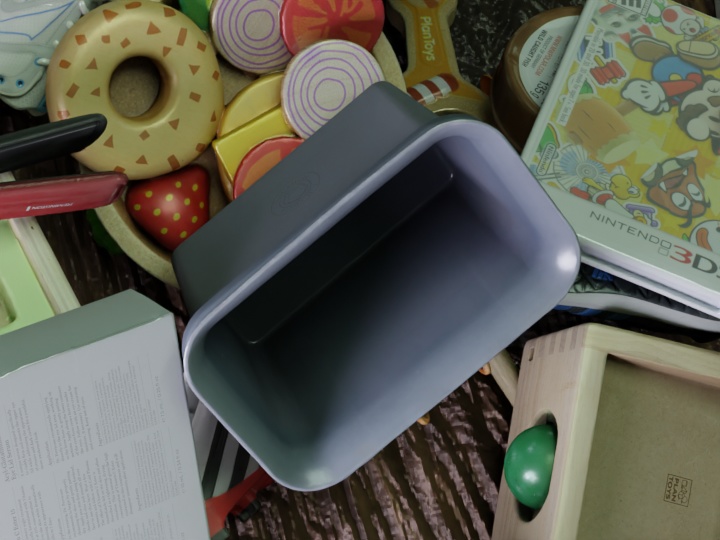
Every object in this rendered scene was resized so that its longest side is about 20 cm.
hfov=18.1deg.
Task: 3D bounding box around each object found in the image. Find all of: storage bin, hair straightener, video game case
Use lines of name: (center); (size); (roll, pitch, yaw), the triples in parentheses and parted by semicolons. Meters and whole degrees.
storage bin: (0.000, 0.000, 1.196); (0.200, 0.134, 0.146); (-39, 119, 2)
hair straightener: (-0.222, -0.057, 1.158); (0.199, 0.041, 0.077); (-11, 71, -22)
video game case: (0.190, -0.067, 1.284); (0.181, 0.023, 0.201); (22, 52, 4)

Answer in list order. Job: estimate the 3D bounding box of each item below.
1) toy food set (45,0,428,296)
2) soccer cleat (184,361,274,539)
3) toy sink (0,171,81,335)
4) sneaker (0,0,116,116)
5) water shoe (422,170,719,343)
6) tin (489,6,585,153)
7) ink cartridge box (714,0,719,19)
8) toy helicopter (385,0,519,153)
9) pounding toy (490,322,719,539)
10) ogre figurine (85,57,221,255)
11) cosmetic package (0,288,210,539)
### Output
toy food set: (-0.062, -0.082, 1.263); (0.197, 0.049, 0.201); (-30, 103, -9)
soccer cleat: (-0.055, 0.075, 1.272); (0.085, 0.069, 0.200); (48, 63, 0)
toy sink: (-0.243, 0.003, 1.203); (0.130, 0.112, 0.201); (-20, 74, -29)
sneaker: (-0.175, -0.136, 1.277); (0.075, 0.199, 0.087); (15, 51, -67)
water shoe: (0.127, 0.001, 1.293); (0.199, 0.079, 0.072); (18, 70, 1)
tin: (0.172, -0.085, 1.331); (0.199, 0.042, 0.112); (27, 57, 7)
ink cartridge box: (0.350, -0.180, 1.545); (0.199, 0.083, 0.147); (5, 64, -20)
toy helicopter: (0.055, -0.112, 1.396); (0.131, 0.079, 0.201); (-3, 51, -4)
pounding toy: (0.146, 0.111, 1.306); (0.199, 0.142, 0.185); (13, 79, -14)
ogre figurine: (-0.102, -0.109, 1.325); (0.119, 0.098, 0.201); (1, 53, -8)
cosmetic package: (-0.155, 0.128, 1.146); (0.150, 0.052, 0.201); (-21, 116, -30)
